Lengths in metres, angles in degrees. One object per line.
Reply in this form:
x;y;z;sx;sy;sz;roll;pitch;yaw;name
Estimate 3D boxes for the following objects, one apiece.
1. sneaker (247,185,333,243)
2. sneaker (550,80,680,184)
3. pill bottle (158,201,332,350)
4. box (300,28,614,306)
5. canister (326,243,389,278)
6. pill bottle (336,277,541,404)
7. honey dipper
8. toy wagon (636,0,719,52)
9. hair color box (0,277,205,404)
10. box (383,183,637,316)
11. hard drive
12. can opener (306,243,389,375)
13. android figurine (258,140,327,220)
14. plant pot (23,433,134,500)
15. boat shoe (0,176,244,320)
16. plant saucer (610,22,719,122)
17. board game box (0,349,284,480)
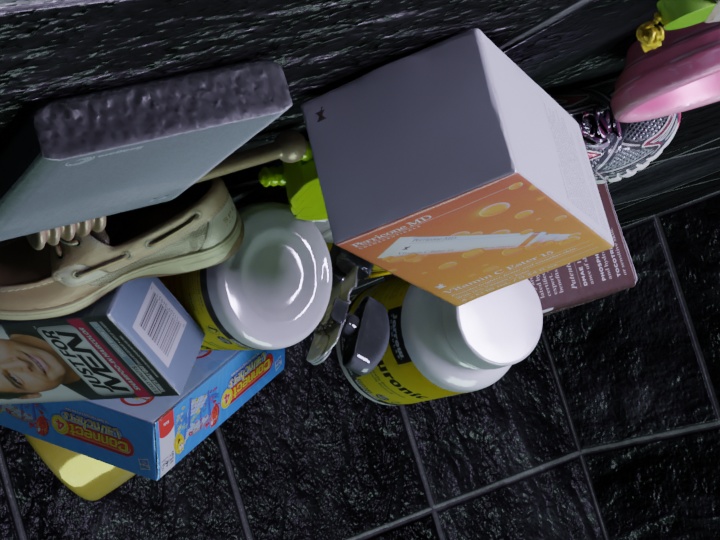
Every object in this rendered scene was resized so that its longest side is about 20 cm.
-0.071;-0.038;1.308;0.079;0.075;0.200;-5;164;-27;sneaker
0.164;-0.105;1.262;0.199;0.081;0.075;-16;173;-4;sneaker
-0.122;0.007;1.236;0.111;0.112;0.199;-14;-173;-38;pill bottle
0.068;-0.059;1.008;0.124;0.098;0.200;-21;160;21;box
-0.051;-0.017;1.491;0.199;0.087;0.148;-19;176;38;canister
0.068;0.051;1.340;0.111;0.112;0.200;-15;177;-29;pill bottle
-0.122;-0.060;1.015;0.199;0.038;0.038;-20;177;-26;honey dipper
0.259;-0.181;0.937;0.199;0.040;0.155;-17;176;4;toy wagon
-0.227;0.047;1.172;0.199;0.061;0.099;-5;138;32;hair color box
0.144;-0.025;1.626;0.199;0.165;0.166;-15;175;-31;box
-0.137;-0.064;0.877;0.139;0.033;0.200;-15;175;-26;hard drive
0.000;0.000;1.307;0.066;0.201;0.053;27;144;-18;can opener
0.026;-0.078;1.144;0.199;0.041;0.182;-4;162;-24;android figurine
-0.244;0.097;1.584;0.188;0.201;0.201;-33;175;1;plant pot
-0.182;-0.024;1.076;0.199;0.072;0.065;-17;141;1;boat shoe
0.275;-0.164;1.148;0.199;0.051;0.201;-17;177;-1;plant saucer
-0.197;0.078;1.325;0.199;0.056;0.196;15;-149;25;board game box
